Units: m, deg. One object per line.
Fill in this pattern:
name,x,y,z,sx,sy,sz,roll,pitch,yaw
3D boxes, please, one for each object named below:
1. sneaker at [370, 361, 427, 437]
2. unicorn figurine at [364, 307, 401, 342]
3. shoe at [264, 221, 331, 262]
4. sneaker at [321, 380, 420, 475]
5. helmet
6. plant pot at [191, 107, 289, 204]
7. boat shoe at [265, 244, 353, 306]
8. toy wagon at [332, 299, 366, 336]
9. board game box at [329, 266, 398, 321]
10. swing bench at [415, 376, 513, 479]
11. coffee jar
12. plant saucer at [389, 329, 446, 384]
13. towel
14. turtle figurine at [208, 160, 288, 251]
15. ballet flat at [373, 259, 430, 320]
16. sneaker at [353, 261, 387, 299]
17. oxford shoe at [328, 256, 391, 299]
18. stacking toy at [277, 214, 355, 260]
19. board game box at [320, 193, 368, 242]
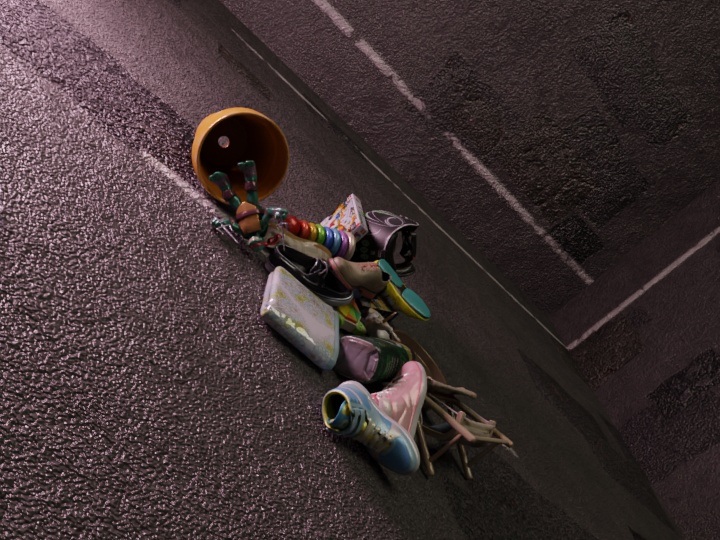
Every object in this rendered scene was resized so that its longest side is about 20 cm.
sneaker,0.060,0.237,1.386,0.105,0.075,0.201,35,46,-20
unicorn figurine,0.047,0.139,1.642,0.138,0.074,0.200,58,-9,-22
shoe,-0.144,-0.048,1.636,0.070,0.054,0.200,2,-18,44
sneaker,0.008,0.275,1.242,0.200,0.080,0.130,43,11,19
helmet,0.054,-0.071,1.982,0.190,0.201,0.200,19,-9,45
plant pot,-0.278,-0.264,1.598,0.200,0.200,0.183,37,4,-34
boat shoe,-0.096,0.005,1.524,0.200,0.068,0.072,29,42,-10
toy wagon,-0.047,0.081,1.624,0.200,0.040,0.155,46,16,-5
board game box,0.006,0.058,1.828,0.136,0.035,0.200,56,17,25
swing bench,0.177,0.308,1.512,0.199,0.130,0.200,24,27,-54
coffee jar,0.033,0.181,1.485,0.104,0.086,0.200,16,1,28
plant saucer,0.135,0.228,1.776,0.200,0.029,0.200,43,17,-17
towel,-0.115,0.090,1.417,0.171,0.048,0.200,39,18,-18
turtle figurine,-0.227,-0.111,1.476,0.101,0.149,0.201,119,-48,-74
ballet flat,0.093,0.060,1.862,0.200,0.067,0.067,48,31,3
sneaker,0.025,0.035,1.741,0.078,0.070,0.200,41,16,-4
oxford shoe,0.000,0.000,1.554,0.071,0.075,0.200,61,15,24
stacking toy,-0.111,-0.078,1.756,0.200,0.085,0.085,19,30,-35
board game box,-0.045,-0.113,1.932,0.035,0.126,0.200,41,17,-24
